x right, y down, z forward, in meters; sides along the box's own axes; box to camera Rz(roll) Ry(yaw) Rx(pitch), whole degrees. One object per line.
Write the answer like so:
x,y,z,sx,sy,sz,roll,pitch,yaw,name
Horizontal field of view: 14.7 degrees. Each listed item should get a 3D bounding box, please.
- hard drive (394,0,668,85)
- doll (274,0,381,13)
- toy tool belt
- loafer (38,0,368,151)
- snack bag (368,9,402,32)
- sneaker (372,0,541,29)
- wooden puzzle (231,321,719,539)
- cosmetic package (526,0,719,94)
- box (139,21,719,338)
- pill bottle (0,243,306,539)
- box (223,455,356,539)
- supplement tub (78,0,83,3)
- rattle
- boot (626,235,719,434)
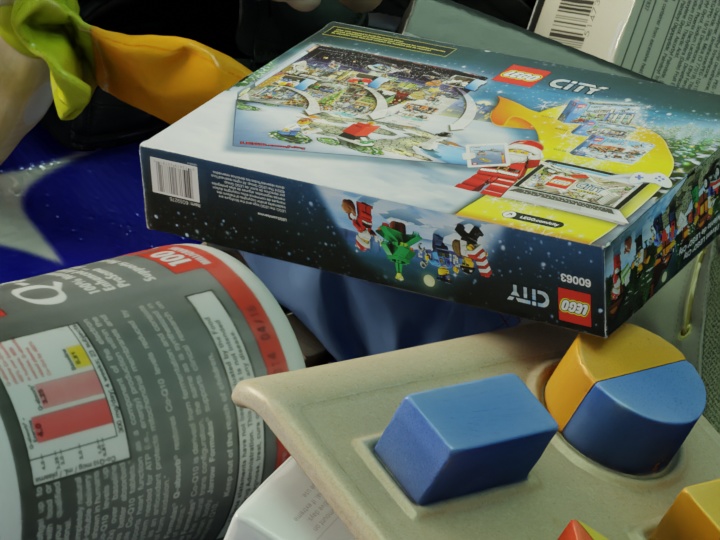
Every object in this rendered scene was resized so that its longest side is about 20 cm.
0.100,-0.055,1.252,0.199,0.140,0.033,21,71,-4,hard drive
-0.062,-0.151,1.215,0.136,0.049,0.200,45,24,29,doll
0.000,0.000,1.138,0.200,0.125,0.123,38,30,19,toy tool belt
-0.065,-0.108,1.273,0.200,0.070,0.068,-21,63,-43,loafer
0.002,-0.181,1.446,0.188,0.021,0.200,10,38,-17,snack bag
0.063,-0.138,1.344,0.200,0.091,0.076,32,57,-8,sneaker
0.082,0.079,0.937,0.185,0.046,0.200,-10,46,-44,wooden puzzle
0.185,-0.099,1.325,0.200,0.104,0.087,20,0,-27,cosmetic package
0.037,-0.039,1.054,0.199,0.038,0.137,14,31,30,box
-0.125,0.063,0.995,0.200,0.116,0.116,-14,50,-40,pill bottle
0.041,0.157,0.961,0.200,0.125,0.097,33,36,11,box
-0.171,-0.148,1.238,0.107,0.107,0.200,37,38,17,supplement tub
-0.152,-0.038,1.107,0.143,0.130,0.200,42,42,5,rattle
0.137,0.060,1.161,0.072,0.201,0.155,8,-1,-29,boot
